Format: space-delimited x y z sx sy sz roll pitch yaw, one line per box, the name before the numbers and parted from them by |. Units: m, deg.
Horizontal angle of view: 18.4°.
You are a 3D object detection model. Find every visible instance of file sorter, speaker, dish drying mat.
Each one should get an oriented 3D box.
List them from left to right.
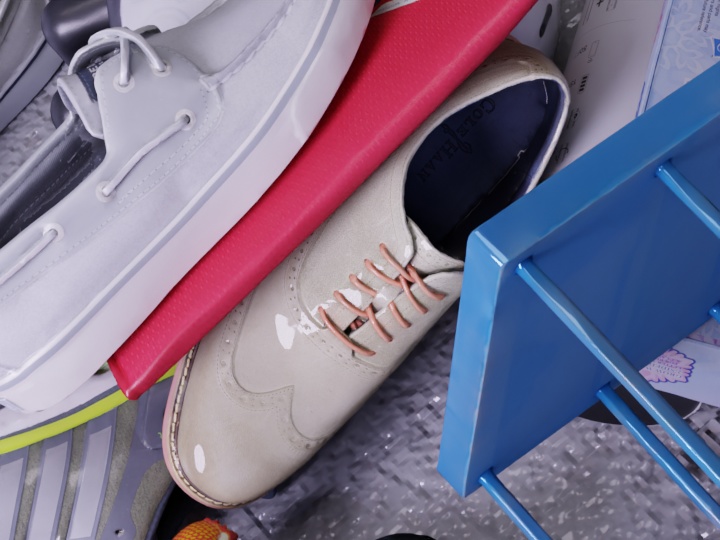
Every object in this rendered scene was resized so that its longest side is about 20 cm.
dish drying mat | -0.018 -0.043 0.769 0.200 0.018 0.077 -43 30 7
speaker | 0.106 -0.047 0.805 0.081 0.081 0.201 4 59 25
file sorter | 0.138 0.013 0.605 0.200 0.139 0.123 -34 66 -19

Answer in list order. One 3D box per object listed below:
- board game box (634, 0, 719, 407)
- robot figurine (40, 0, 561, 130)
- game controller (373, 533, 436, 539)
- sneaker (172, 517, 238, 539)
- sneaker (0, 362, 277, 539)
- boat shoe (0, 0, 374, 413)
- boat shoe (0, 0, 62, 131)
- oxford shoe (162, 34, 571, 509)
board game box | 0.189 -0.035 0.739 0.199 0.041 0.201 16 63 4
robot figurine | -0.021 -0.094 0.868 0.199 0.151 0.125 -17 10 12
game controller | -0.027 0.176 0.708 0.104 0.042 0.201 -22 41 57
sneaker | -0.094 0.168 0.740 0.077 0.073 0.201 19 64 10
sneaker | -0.117 0.094 0.800 0.200 0.074 0.081 -35 70 -13
boat shoe | -0.077 -0.046 0.763 0.200 0.068 0.072 -47 30 3
boat shoe | -0.204 -0.064 0.945 0.074 0.086 0.202 25 70 34
oxford shoe | 0.000 0.000 0.770 0.200 0.071 0.074 -56 17 0
